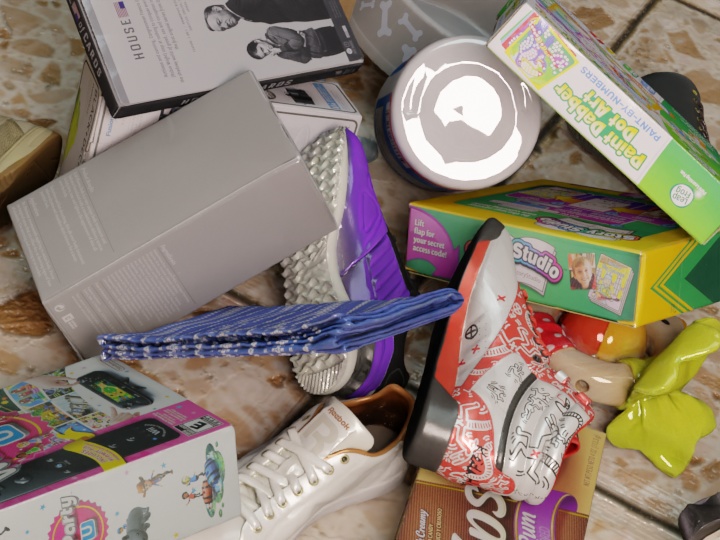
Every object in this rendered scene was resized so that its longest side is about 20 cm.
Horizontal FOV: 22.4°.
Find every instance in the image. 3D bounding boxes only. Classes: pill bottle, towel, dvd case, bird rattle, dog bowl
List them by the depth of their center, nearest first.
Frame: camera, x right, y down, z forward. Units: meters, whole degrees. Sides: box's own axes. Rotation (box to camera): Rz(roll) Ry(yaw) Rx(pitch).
[{"bbox_3d":[-0.050,0.031,1.156,0.199,0.024,0.144,-4,7,35],"label":"towel"},{"bbox_3d":[-0.110,-0.193,1.285,0.199,0.025,0.151,-14,74,-31],"label":"dvd case"},{"bbox_3d":[0.162,0.064,1.310,0.199,0.113,0.163,11,26,14],"label":"bird rattle"},{"bbox_3d":[0.068,-0.116,1.383,0.111,0.113,0.200,12,2,-5],"label":"pill bottle"},{"bbox_3d":[0.084,-0.209,1.561,0.199,0.059,0.201,22,33,-15],"label":"dog bowl"}]

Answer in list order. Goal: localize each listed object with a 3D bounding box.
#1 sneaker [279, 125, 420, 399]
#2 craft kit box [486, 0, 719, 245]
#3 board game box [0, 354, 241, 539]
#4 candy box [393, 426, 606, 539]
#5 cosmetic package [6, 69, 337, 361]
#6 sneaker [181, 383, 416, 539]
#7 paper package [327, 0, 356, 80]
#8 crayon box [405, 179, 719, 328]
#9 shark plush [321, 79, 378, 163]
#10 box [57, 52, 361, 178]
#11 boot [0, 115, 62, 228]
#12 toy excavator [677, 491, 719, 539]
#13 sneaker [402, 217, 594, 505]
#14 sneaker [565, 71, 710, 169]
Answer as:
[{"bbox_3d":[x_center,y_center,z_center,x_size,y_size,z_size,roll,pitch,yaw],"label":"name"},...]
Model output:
[{"bbox_3d":[0.000,0.000,1.289,0.099,0.069,0.201,16,63,-38],"label":"sneaker"},{"bbox_3d":[0.177,-0.119,1.287,0.200,0.049,0.198,42,17,-5],"label":"craft kit box"},{"bbox_3d":[-0.194,0.125,1.078,0.199,0.065,0.147,-19,26,-35],"label":"board game box"},{"bbox_3d":[0.083,0.168,1.163,0.116,0.057,0.200,19,38,3],"label":"candy box"},{"bbox_3d":[-0.128,-0.036,1.238,0.199,0.090,0.107,-26,48,-1],"label":"cosmetic package"},{"bbox_3d":[-0.045,0.123,1.152,0.199,0.085,0.073,-26,56,-37],"label":"sneaker"},{"bbox_3d":[-0.094,-0.239,1.466,0.190,0.201,0.104,-19,52,-35],"label":"paper package"},{"bbox_3d":[0.162,-0.017,1.317,0.199,0.059,0.172,14,18,39],"label":"crayon box"},{"bbox_3d":[-0.077,-0.094,1.411,0.199,0.091,0.084,-23,83,-43],"label":"shark plush"},{"bbox_3d":[-0.111,-0.086,1.324,0.199,0.117,0.060,3,30,-25],"label":"box"},{"bbox_3d":[-0.327,-0.075,1.296,0.155,0.073,0.200,27,39,13],"label":"boot"},{"bbox_3d":[0.330,0.198,1.184,0.194,0.200,0.100,-31,43,14],"label":"toy excavator"},{"bbox_3d":[0.100,0.061,1.186,0.107,0.067,0.202,22,48,-4],"label":"sneaker"},{"bbox_3d":[0.277,-0.107,1.530,0.106,0.075,0.200,-23,52,-34],"label":"sneaker"}]
